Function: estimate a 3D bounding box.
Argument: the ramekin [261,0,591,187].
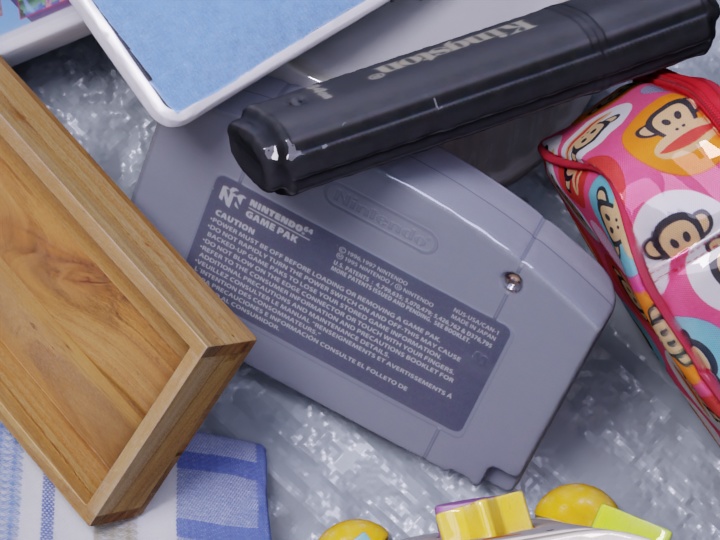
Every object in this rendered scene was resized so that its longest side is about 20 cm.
[{"bbox_3d":[0.015,-0.132,1.044,0.200,0.105,0.201,0,76,-2],"label":"ramekin"}]

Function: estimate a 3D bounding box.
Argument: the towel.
[{"bbox_3d":[-0.132,0.111,0.971,0.200,0.024,0.147,8,41,-13],"label":"towel"}]

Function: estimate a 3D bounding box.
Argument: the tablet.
[{"bbox_3d":[-0.033,-0.155,0.966,0.200,0.014,0.130,-33,85,-22],"label":"tablet"}]

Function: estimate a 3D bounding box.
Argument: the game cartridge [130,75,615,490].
[{"bbox_3d":[0.000,0.000,1.001,0.200,0.133,0.041,28,46,4],"label":"game cartridge"}]

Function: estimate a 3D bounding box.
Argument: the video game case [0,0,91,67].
[{"bbox_3d":[-0.143,-0.183,1.037,0.200,0.023,0.183,-18,75,30],"label":"video game case"}]

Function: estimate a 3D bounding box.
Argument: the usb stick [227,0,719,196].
[{"bbox_3d":[0.046,-0.075,0.947,0.200,0.055,0.033,-20,121,-17],"label":"usb stick"}]

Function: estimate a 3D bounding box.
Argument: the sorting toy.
[{"bbox_3d":[0.056,0.131,0.943,0.199,0.180,0.107,-9,77,-5],"label":"sorting toy"}]

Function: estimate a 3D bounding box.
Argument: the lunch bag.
[{"bbox_3d":[0.152,0.015,0.983,0.082,0.176,0.200,-34,101,-2],"label":"lunch bag"}]

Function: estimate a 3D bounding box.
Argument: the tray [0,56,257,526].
[{"bbox_3d":[-0.136,-0.002,0.991,0.200,0.037,0.099,46,118,23],"label":"tray"}]
